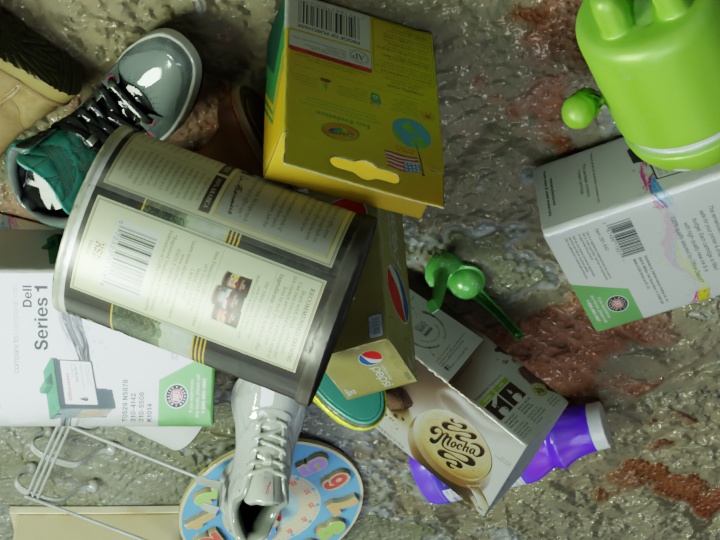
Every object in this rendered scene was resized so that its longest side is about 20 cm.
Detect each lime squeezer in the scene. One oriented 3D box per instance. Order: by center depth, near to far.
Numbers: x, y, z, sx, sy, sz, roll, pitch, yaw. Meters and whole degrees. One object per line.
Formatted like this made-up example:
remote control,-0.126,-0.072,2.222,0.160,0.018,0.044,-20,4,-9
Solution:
lime squeezer,0.096,0.018,1.390,0.038,0.071,0.200,-49,153,11

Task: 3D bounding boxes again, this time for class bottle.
bottle,0.150,0.178,1.549,0.199,0.066,0.084,-17,134,16

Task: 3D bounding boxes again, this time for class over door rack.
over door rack,-0.242,0.213,1.571,0.199,0.067,0.148,30,132,-1

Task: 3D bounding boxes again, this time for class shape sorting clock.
shape sorting clock,-0.093,0.252,1.627,0.199,0.039,0.201,-7,132,-7

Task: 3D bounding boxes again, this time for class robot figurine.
robot figurine,0.235,-0.158,1.168,0.175,0.116,0.200,-18,134,19

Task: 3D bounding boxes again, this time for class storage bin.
storage bin,-0.280,0.357,1.713,0.199,0.094,0.199,-1,136,0

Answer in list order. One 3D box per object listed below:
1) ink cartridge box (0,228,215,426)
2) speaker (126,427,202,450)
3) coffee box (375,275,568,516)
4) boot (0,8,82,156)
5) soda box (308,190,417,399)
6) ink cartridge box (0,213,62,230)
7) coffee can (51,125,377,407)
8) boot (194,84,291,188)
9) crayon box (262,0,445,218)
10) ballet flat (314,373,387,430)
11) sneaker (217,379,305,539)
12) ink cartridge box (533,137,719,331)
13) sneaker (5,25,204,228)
ink cartridge box,-0.218,0.048,1.254,0.199,0.084,0.147,0,115,-9
speaker,-0.241,0.095,1.453,0.199,0.082,0.081,30,128,-27
coffee box,0.072,0.108,1.396,0.200,0.080,0.113,39,136,14
boot,-0.345,-0.131,1.227,0.200,0.066,0.175,-33,128,28
soda box,0.000,0.000,1.267,0.064,0.201,0.068,-16,141,16
ink cartridge box,-0.324,0.011,1.338,0.199,0.118,0.067,14,132,-15
coffee can,-0.104,-0.004,1.126,0.199,0.147,0.147,21,134,2
boot,-0.139,-0.071,1.259,0.154,0.074,0.200,-10,151,1
crayon box,-0.007,-0.115,1.151,0.126,0.201,0.051,15,133,-15
ballet flat,-0.049,0.064,1.376,0.067,0.200,0.067,-37,170,-21
sneaker,-0.090,0.182,1.506,0.077,0.099,0.201,3,115,-13
ink cartridge box,0.266,-0.046,1.304,0.199,0.084,0.145,-18,135,18
sneaker,-0.209,-0.102,1.200,0.084,0.121,0.200,43,126,-5
